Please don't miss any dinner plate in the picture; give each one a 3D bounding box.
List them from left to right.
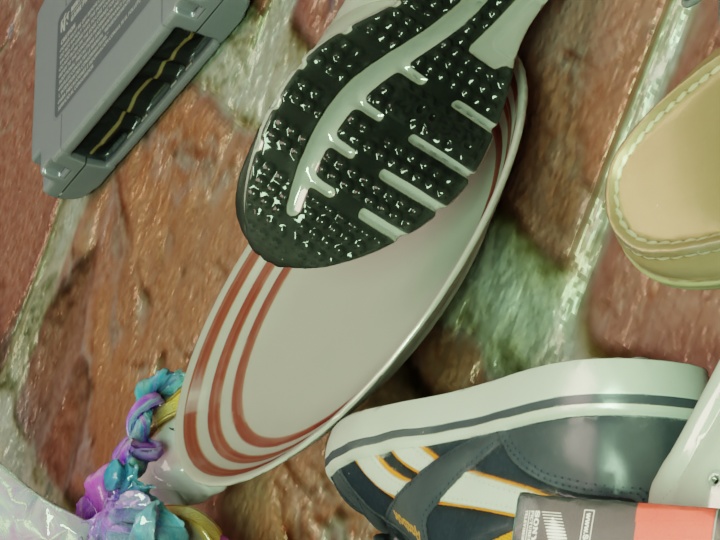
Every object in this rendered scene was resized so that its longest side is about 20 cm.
[{"bbox_3d":[0.000,0.000,0.992,0.200,0.024,0.201,-46,21,24],"label":"dinner plate"}]

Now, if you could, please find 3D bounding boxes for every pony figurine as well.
[{"bbox_3d":[-0.111,0.141,1.078,0.192,0.167,0.201,-26,42,16],"label":"pony figurine"}]

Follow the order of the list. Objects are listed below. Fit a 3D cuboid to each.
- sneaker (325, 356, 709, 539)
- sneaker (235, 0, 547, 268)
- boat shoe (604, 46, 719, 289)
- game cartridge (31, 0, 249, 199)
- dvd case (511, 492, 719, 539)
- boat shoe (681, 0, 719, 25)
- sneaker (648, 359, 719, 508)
[{"bbox_3d":[0.044,0.079,0.850,0.200,0.078,0.080,157,115,-65],"label":"sneaker"},{"bbox_3d":[0.022,-0.080,0.958,0.200,0.074,0.080,-53,11,-16],"label":"sneaker"},{"bbox_3d":[0.134,-0.056,0.701,0.200,0.064,0.072,-33,67,36],"label":"boat shoe"},{"bbox_3d":[-0.110,-0.139,1.322,0.200,0.040,0.134,-43,44,48],"label":"game cartridge"},{"bbox_3d":[0.115,0.132,0.647,0.199,0.022,0.147,0,75,37],"label":"dvd case"},{"bbox_3d":[0.131,-0.098,0.790,0.075,0.062,0.201,-28,54,54],"label":"boat shoe"},{"bbox_3d":[0.106,0.096,0.736,0.201,0.073,0.071,-63,26,3],"label":"sneaker"}]
